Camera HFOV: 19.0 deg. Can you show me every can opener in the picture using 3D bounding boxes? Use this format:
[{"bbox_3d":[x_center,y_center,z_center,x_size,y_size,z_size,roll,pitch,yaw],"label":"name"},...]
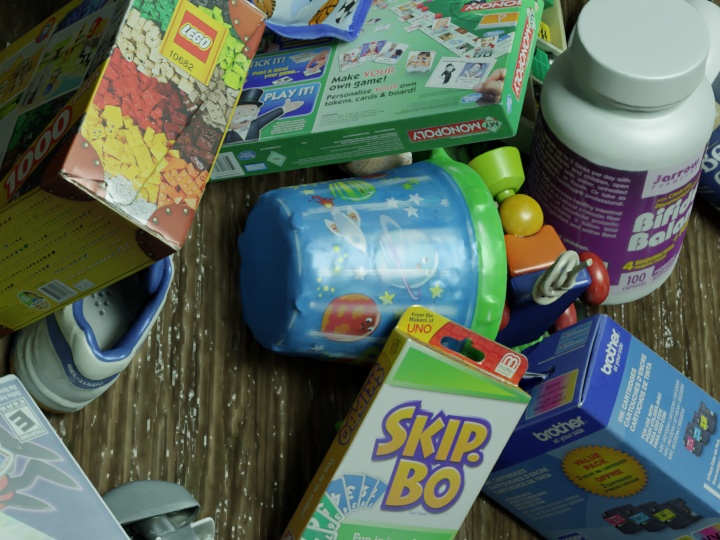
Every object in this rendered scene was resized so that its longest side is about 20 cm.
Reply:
[{"bbox_3d":[-0.165,0.167,1.165,0.199,0.053,0.067,-16,53,-39],"label":"can opener"}]

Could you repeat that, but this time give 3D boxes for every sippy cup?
[{"bbox_3d":[0.000,0.000,1.292,0.130,0.140,0.178,0,45,-27],"label":"sippy cup"}]

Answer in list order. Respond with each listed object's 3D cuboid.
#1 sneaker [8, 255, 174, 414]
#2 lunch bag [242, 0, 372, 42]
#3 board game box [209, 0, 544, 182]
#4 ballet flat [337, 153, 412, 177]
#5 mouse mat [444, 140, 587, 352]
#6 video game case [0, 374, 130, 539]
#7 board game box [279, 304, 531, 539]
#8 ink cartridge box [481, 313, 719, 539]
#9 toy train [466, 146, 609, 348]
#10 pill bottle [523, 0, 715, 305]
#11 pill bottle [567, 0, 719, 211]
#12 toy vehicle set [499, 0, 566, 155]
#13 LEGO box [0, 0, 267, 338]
[{"bbox_3d":[-0.128,-0.012,1.217,0.075,0.088,0.201,29,58,-24],"label":"sneaker"},{"bbox_3d":[-0.085,-0.210,1.196,0.169,0.124,0.200,27,17,19],"label":"lunch bag"},{"bbox_3d":[0.006,-0.122,1.276,0.029,0.199,0.135,60,33,-40],"label":"board game box"},{"bbox_3d":[0.001,-0.152,1.378,0.067,0.068,0.201,1,73,-30],"label":"ballet flat"},{"bbox_3d":[0.088,-0.029,1.440,0.160,0.008,0.201,6,73,-36],"label":"mouse mat"},{"bbox_3d":[-0.212,0.154,1.092,0.199,0.023,0.182,-20,63,-40],"label":"video game case"},{"bbox_3d":[0.022,0.125,1.257,0.095,0.030,0.201,25,94,-29],"label":"board game box"},{"bbox_3d":[0.146,0.109,1.355,0.200,0.136,0.077,38,51,-22],"label":"ink cartridge box"},{"bbox_3d":[0.098,-0.026,1.321,0.084,0.200,0.116,-14,75,-16],"label":"toy train"},{"bbox_3d":[0.165,-0.080,1.370,0.112,0.201,0.113,2,50,-3],"label":"pill bottle"},{"bbox_3d":[0.244,-0.122,1.522,0.200,0.111,0.111,35,57,-23],"label":"pill bottle"},{"bbox_3d":[0.083,-0.153,1.411,0.200,0.026,0.125,20,59,-56],"label":"toy vehicle set"},{"bbox_3d":[-0.152,-0.064,1.142,0.077,0.200,0.150,33,58,-25],"label":"LEGO box"}]
